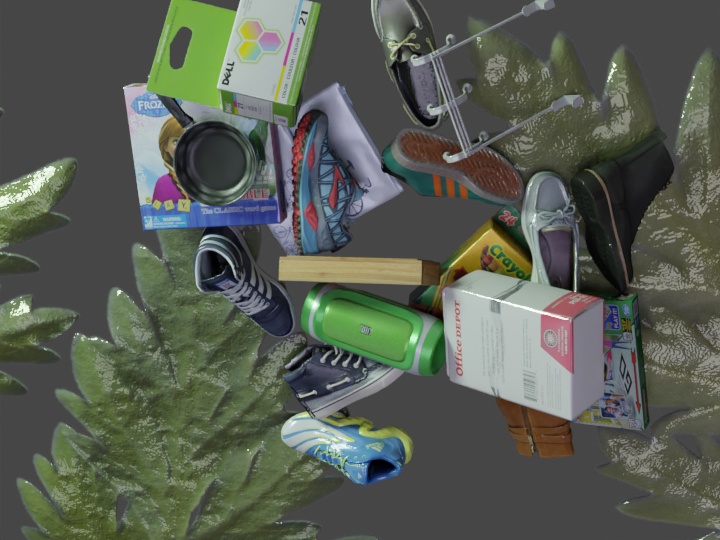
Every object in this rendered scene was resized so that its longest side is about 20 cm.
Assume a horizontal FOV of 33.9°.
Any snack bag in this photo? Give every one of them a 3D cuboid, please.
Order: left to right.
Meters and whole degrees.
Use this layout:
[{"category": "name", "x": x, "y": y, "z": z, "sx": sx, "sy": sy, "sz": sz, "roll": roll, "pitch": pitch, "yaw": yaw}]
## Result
[{"category": "snack bag", "x": -0.063, "y": -0.134, "z": 1.624, "sx": 0.200, "sy": 0.021, "sz": 0.189, "roll": -28, "pitch": 106, "yaw": 16}]

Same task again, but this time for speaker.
[{"category": "speaker", "x": 0.021, "y": 0.080, "z": 1.640, "sx": 0.200, "sy": 0.088, "sz": 0.089, "roll": 18, "pitch": 115, "yaw": 21}]

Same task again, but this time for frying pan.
[{"category": "frying pan", "x": -0.222, "y": -0.163, "z": 1.562, "sx": 0.190, "sy": 0.031, "sz": 0.115, "roll": 34, "pitch": 108, "yaw": 3}]

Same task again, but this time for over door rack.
[{"category": "over door rack", "x": 0.172, "y": -0.243, "z": 1.520, "sx": 0.200, "sy": 0.067, "sz": 0.148, "roll": -26, "pitch": 110, "yaw": -12}]

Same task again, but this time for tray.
[{"category": "tray", "x": 0.000, "y": 0.000, "z": 1.607, "sx": 0.199, "sy": 0.099, "sz": 0.037, "roll": 1, "pitch": 89, "yaw": 18}]

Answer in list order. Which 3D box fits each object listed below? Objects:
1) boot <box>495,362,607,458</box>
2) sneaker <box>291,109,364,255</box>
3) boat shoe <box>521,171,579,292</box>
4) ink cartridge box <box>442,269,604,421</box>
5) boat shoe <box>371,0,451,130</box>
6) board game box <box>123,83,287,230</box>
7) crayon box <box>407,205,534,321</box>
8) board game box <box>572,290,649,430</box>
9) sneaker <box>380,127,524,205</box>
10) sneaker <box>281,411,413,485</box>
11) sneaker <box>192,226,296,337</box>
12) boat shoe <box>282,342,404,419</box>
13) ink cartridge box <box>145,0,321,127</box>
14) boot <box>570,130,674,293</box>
[{"category": "boot", "x": 0.274, "y": 0.195, "z": 1.657, "sx": 0.200, "sy": 0.077, "sz": 0.156, "roll": -5, "pitch": 108, "yaw": 41}, {"category": "sneaker", "x": -0.044, "y": -0.121, "z": 1.589, "sx": 0.095, "sy": 0.079, "sz": 0.201, "roll": -4, "pitch": 115, "yaw": -12}, {"category": "boat shoe", "x": 0.261, "y": -0.033, "z": 1.579, "sx": 0.074, "sy": 0.065, "sz": 0.203, "roll": 0, "pitch": 88, "yaw": -17}, {"category": "ink cartridge box", "x": 0.213, "y": 0.092, "z": 1.549, "sx": 0.200, "sy": 0.083, "sz": 0.147, "roll": 15, "pitch": 120, "yaw": 40}, {"category": "boat shoe", "x": 0.067, "y": -0.277, "z": 1.530, "sx": 0.072, "sy": 0.060, "sz": 0.202, "roll": -18, "pitch": 109, "yaw": 12}, {"category": "board game box", "x": -0.208, "y": -0.159, "z": 1.600, "sx": 0.199, "sy": 0.041, "sz": 0.200, "roll": -3, "pitch": 105, "yaw": 10}, {"category": "crayon box", "x": 0.178, "y": 0.017, "z": 1.645, "sx": 0.127, "sy": 0.051, "sz": 0.200, "roll": 41, "pitch": 110, "yaw": -10}, {"category": "board game box", "x": 0.329, "y": 0.125, "z": 1.658, "sx": 0.134, "sy": 0.029, "sz": 0.201, "roll": 2, "pitch": 115, "yaw": 31}, {"category": "sneaker", "x": 0.121, "y": -0.131, "z": 1.587, "sx": 0.200, "sy": 0.072, "sz": 0.080, "roll": 20, "pitch": 156, "yaw": -17}, {"category": "sneaker", "x": -0.022, "y": 0.261, "z": 1.736, "sx": 0.199, "sy": 0.105, "sz": 0.076, "roll": 4, "pitch": 112, "yaw": 4}, {"category": "sneaker", "x": -0.164, "y": 0.028, "z": 1.653, "sx": 0.070, "sy": 0.109, "sz": 0.200, "roll": -29, "pitch": 107, "yaw": 17}, {"category": "boat shoe", "x": -0.019, "y": 0.134, "z": 1.699, "sx": 0.200, "sy": 0.075, "sz": 0.093, "roll": -33, "pitch": 113, "yaw": 18}, {"category": "ink cartridge box", "x": -0.163, "y": -0.281, "z": 1.506, "sx": 0.199, "sy": 0.076, "sz": 0.148, "roll": 13, "pitch": 75, "yaw": 0}, {"category": "boot", "x": 0.371, "y": -0.075, "z": 1.581, "sx": 0.138, "sy": 0.077, "sz": 0.200, "roll": -32, "pitch": 131, "yaw": -10}]
